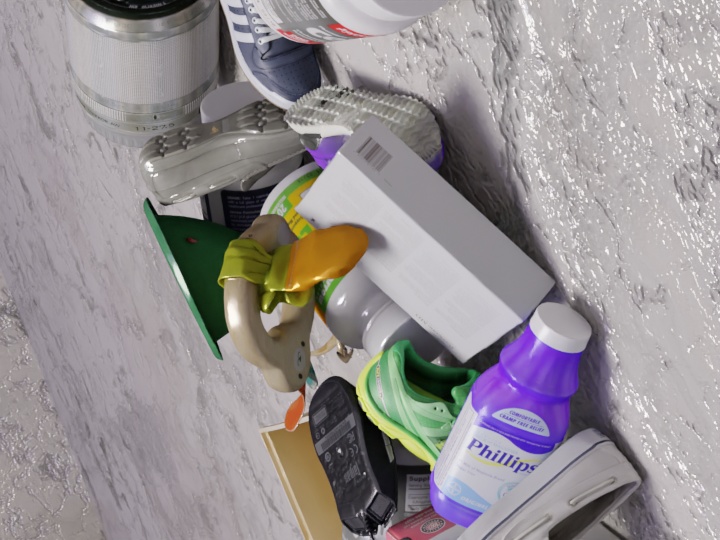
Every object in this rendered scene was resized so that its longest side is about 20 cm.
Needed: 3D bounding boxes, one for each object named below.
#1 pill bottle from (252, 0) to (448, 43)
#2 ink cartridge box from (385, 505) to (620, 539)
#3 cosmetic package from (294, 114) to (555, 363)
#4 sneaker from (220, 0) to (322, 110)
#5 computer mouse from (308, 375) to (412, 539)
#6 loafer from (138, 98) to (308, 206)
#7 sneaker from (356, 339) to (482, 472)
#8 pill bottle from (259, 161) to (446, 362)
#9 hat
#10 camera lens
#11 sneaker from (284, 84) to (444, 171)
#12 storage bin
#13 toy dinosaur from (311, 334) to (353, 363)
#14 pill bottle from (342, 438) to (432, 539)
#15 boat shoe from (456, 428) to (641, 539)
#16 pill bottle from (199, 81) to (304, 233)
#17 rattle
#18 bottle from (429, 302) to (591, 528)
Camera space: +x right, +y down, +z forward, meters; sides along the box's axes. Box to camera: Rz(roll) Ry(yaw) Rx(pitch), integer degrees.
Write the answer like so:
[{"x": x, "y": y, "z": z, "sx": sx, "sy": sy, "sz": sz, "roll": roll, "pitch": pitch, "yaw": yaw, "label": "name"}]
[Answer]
[{"x": -0.004, "y": -0.238, "z": 1.359, "sx": 0.200, "sy": 0.114, "sz": 0.114, "roll": 11, "pitch": 121, "yaw": 66, "label": "pill bottle"}, {"x": 0.135, "y": 0.263, "z": 1.473, "sx": 0.200, "sy": 0.146, "sz": 0.083, "roll": 35, "pitch": 143, "yaw": 55, "label": "ink cartridge box"}, {"x": 0.049, "y": -0.022, "z": 1.435, "sx": 0.200, "sy": 0.052, "sz": 0.151, "roll": 43, "pitch": 156, "yaw": -1, "label": "cosmetic package"}, {"x": -0.086, "y": -0.251, "z": 1.605, "sx": 0.201, "sy": 0.070, "sz": 0.109, "roll": 65, "pitch": 161, "yaw": 15, "label": "sneaker"}, {"x": -0.004, "y": 0.201, "z": 1.525, "sx": 0.141, "sy": 0.046, "sz": 0.201, "roll": -50, "pitch": 52, "yaw": 40, "label": "computer mouse"}, {"x": -0.111, "y": -0.113, "z": 1.654, "sx": 0.070, "sy": 0.199, "sz": 0.070, "roll": -92, "pitch": -16, "yaw": -52, "label": "loafer"}, {"x": 0.090, "y": 0.133, "z": 1.484, "sx": 0.200, "sy": 0.074, "sz": 0.084, "roll": 34, "pitch": 122, "yaw": 1, "label": "sneaker"}, {"x": 0.000, "y": 0.000, "z": 1.588, "sx": 0.200, "sy": 0.111, "sz": 0.111, "roll": 52, "pitch": 154, "yaw": 35, "label": "pill bottle"}, {"x": -0.093, "y": -0.016, "z": 1.710, "sx": 0.166, "sy": 0.175, "sz": 0.201, "roll": -132, "pitch": 16, "yaw": -81, "label": "hat"}, {"x": -0.227, "y": -0.248, "z": 1.823, "sx": 0.160, "sy": 0.159, "sz": 0.200, "roll": 54, "pitch": 155, "yaw": 31, "label": "camera lens"}, {"x": 0.019, "y": -0.098, "z": 1.519, "sx": 0.200, "sy": 0.069, "sz": 0.100, "roll": 27, "pitch": 150, "yaw": 53, "label": "sneaker"}, {"x": -0.006, "y": 0.237, "z": 1.861, "sx": 0.199, "sy": 0.093, "sz": 0.200, "roll": 67, "pitch": 159, "yaw": 1, "label": "storage bin"}, {"x": -0.009, "y": 0.042, "z": 1.756, "sx": 0.201, "sy": 0.058, "sz": 0.101, "roll": 101, "pitch": 157, "yaw": -43, "label": "toy dinosaur"}, {"x": 0.041, "y": 0.196, "z": 1.608, "sx": 0.114, "sy": 0.113, "sz": 0.201, "roll": 26, "pitch": 117, "yaw": 60, "label": "pill bottle"}, {"x": 0.137, "y": 0.214, "z": 1.374, "sx": 0.066, "sy": 0.200, "sz": 0.072, "roll": 45, "pitch": 172, "yaw": 33, "label": "boat shoe"}, {"x": -0.109, "y": -0.086, "z": 1.766, "sx": 0.111, "sy": 0.111, "sz": 0.201, "roll": 44, "pitch": 149, "yaw": 46, "label": "pill bottle"}, {"x": -0.031, "y": 0.049, "z": 1.504, "sx": 0.130, "sy": 0.142, "sz": 0.201, "roll": -75, "pitch": -30, "yaw": -62, "label": "rattle"}, {"x": 0.124, "y": 0.118, "z": 1.390, "sx": 0.065, "sy": 0.083, "sz": 0.201, "roll": -80, "pitch": 12, "yaw": -60, "label": "bottle"}]
